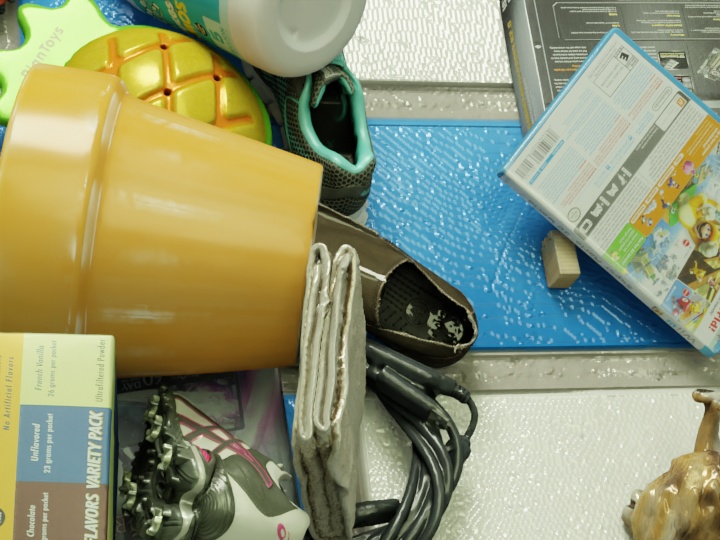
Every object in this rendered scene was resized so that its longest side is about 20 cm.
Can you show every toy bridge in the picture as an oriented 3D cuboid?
[{"bbox_3d":[0.226,-0.024,1.593,0.200,0.027,0.067,-2,66,-16],"label":"toy bridge"}]

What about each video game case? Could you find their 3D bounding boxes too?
[{"bbox_3d":[0.213,-0.056,1.565,0.200,0.018,0.143,40,71,-4],"label":"video game case"},{"bbox_3d":[-0.116,0.118,1.414,0.143,0.019,0.200,-9,71,-2],"label":"video game case"}]

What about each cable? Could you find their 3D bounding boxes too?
[{"bbox_3d":[-0.032,0.112,1.453,0.200,0.051,0.163,25,70,6],"label":"cable"}]

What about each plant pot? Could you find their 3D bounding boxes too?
[{"bbox_3d":[-0.120,-0.015,1.349,0.183,0.200,0.200,8,64,0],"label":"plant pot"}]

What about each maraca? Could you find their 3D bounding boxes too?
[{"bbox_3d":[-0.154,-0.109,1.484,0.200,0.107,0.137,30,62,0],"label":"maraca"}]

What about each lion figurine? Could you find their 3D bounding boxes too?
[{"bbox_3d":[0.272,0.141,1.503,0.200,0.072,0.123,-3,100,-23],"label":"lion figurine"}]

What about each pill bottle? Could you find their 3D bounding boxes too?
[{"bbox_3d":[-0.096,-0.212,1.513,0.111,0.111,0.200,-36,44,-26],"label":"pill bottle"}]

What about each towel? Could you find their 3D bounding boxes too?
[{"bbox_3d":[-0.015,0.077,1.333,0.034,0.200,0.133,4,69,4],"label":"towel"}]

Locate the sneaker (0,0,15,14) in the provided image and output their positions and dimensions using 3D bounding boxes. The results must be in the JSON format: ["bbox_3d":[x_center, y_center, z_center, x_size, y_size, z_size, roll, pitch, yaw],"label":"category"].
[{"bbox_3d":[-0.260,-0.221,1.543,0.200,0.077,0.082,-34,105,-25],"label":"sneaker"}]

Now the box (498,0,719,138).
[{"bbox_3d":[0.213,-0.145,1.633,0.200,0.048,0.159,-3,68,-16],"label":"box"}]

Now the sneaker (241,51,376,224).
[{"bbox_3d":[-0.028,-0.126,1.536,0.077,0.091,0.200,-11,69,-20],"label":"sneaker"}]

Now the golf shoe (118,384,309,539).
[{"bbox_3d":[-0.092,0.127,1.318,0.088,0.200,0.077,17,98,-16],"label":"golf shoe"}]

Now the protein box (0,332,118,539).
[{"bbox_3d":[-0.243,0.131,1.283,0.200,0.199,0.135,1,67,-5],"label":"protein box"}]

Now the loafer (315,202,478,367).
[{"bbox_3d":[0.000,0.000,1.470,0.200,0.071,0.073,25,79,-17],"label":"loafer"}]
